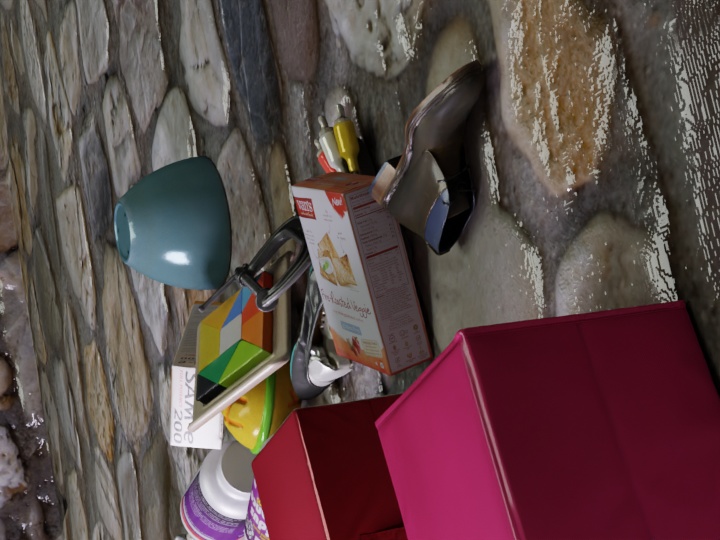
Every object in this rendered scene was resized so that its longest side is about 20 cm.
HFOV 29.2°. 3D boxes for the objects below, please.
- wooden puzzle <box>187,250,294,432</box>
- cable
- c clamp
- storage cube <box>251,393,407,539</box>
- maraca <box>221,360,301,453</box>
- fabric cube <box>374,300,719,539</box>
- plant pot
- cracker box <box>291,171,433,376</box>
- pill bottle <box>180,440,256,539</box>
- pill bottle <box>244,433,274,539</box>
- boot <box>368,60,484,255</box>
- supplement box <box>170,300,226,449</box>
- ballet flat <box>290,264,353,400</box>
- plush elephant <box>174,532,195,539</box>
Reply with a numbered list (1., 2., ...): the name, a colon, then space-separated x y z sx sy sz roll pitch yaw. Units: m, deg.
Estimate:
1. wooden puzzle: -0.154 0.084 1.730 0.185 0.037 0.200 -38 32 31
2. cable: -0.005 -0.078 1.500 0.097 0.050 0.200 -57 46 53
3. c clamp: -0.112 0.004 1.675 0.027 0.171 0.200 43 172 -19
4. storage cube: 0.003 0.243 1.424 0.200 0.171 0.180 127 131 -58
5. maraca: -0.129 0.137 1.783 0.137 0.107 0.200 131 143 -61
6. fabric cube: 0.150 0.160 1.033 0.196 0.200 0.200 126 133 -59
7. plant pot: -0.288 -0.063 2.046 0.200 0.134 0.201 172 90 -67
8. cracker box: 0.000 0.000 1.455 0.134 0.058 0.200 14 121 64
9. pill bottle: -0.181 0.309 1.934 0.200 0.112 0.113 124 133 -57
10. pill bottle: -0.085 0.300 1.715 0.112 0.112 0.200 -121 33 -43
11. boot: 0.087 -0.103 1.296 0.097 0.075 0.200 50 141 16
12. supplement box: -0.212 0.141 1.910 0.200 0.073 0.126 -85 0 -66
13. ballet flat: -0.040 0.079 1.614 0.068 0.068 0.200 37 131 43
14. plush elephant: -0.323 0.523 2.264 0.200 0.155 0.165 135 124 -60
